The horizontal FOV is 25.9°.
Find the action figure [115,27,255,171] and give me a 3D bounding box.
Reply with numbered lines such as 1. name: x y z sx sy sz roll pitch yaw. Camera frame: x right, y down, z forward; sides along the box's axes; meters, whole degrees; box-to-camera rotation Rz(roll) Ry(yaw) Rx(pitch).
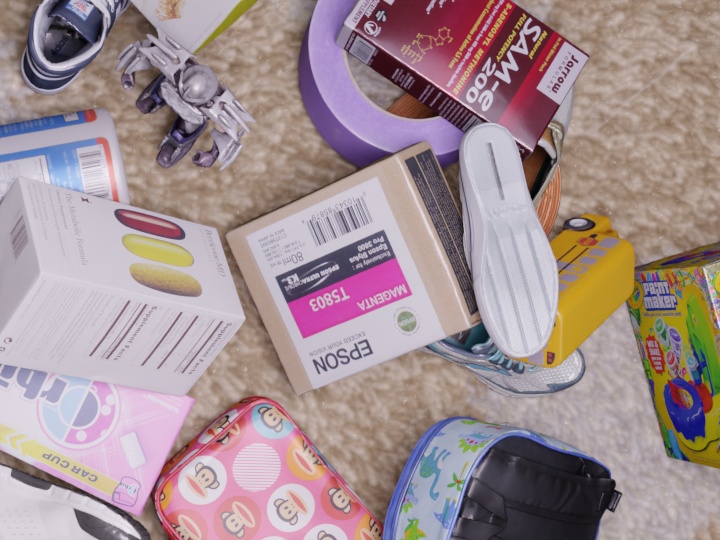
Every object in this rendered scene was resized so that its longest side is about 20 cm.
1. action figure: -0.153 -0.143 1.354 0.069 0.200 0.131 -37 96 -11

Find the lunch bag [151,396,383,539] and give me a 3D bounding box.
1. lunch bag: -0.092 0.234 1.417 0.176 0.082 0.201 -40 97 -11

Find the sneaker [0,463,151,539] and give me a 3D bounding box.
1. sneaker: -0.275 0.222 1.356 0.198 0.074 0.081 15 74 15

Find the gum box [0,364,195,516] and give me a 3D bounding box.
1. gum box: -0.261 0.121 1.388 0.198 0.066 0.115 28 81 -11

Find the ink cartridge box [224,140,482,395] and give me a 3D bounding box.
1. ink cartridge box: 0.000 0.000 1.395 0.198 0.075 0.166 -23 92 29

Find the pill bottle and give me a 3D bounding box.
1. pill bottle: -0.306 -0.070 1.362 0.197 0.112 0.114 -11 91 -13

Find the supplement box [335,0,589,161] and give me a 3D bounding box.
1. supplement box: 0.089 -0.195 1.382 0.199 0.061 0.110 33 77 -3

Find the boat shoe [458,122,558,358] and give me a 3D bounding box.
1. boat shoe: 0.125 -0.025 1.345 0.073 0.067 0.203 -6 84 -5

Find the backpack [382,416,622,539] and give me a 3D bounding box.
1. backpack: 0.110 0.225 1.411 0.199 0.146 0.185 27 80 -44

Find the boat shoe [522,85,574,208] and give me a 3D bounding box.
1. boat shoe: 0.163 -0.120 1.477 0.074 0.068 0.202 18 83 -12

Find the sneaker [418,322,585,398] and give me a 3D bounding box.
1. sneaker: 0.124 0.071 1.471 0.198 0.086 0.079 18 85 -12

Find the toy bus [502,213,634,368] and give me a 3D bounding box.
1. toy bus: 0.193 0.014 1.440 0.200 0.078 0.066 -35 129 -49

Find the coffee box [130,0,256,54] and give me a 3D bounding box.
1. coffee box: -0.117 -0.345 1.339 0.198 0.199 0.200 47 53 -7

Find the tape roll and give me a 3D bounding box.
1. tape roll: 0.044 -0.194 1.448 0.197 0.085 0.203 2 80 -9

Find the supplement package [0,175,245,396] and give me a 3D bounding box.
1. supplement package: -0.216 0.017 1.325 0.198 0.115 0.110 14 130 -38

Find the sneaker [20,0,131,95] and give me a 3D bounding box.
1. sneaker: -0.234 -0.250 1.386 0.070 0.108 0.202 29 82 -11

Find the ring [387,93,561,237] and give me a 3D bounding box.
1. ring: 0.098 -0.085 1.505 0.198 0.019 0.203 1 87 -13

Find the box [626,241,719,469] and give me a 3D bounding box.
1. box: 0.355 0.075 1.467 0.121 0.200 0.195 -16 91 -12
